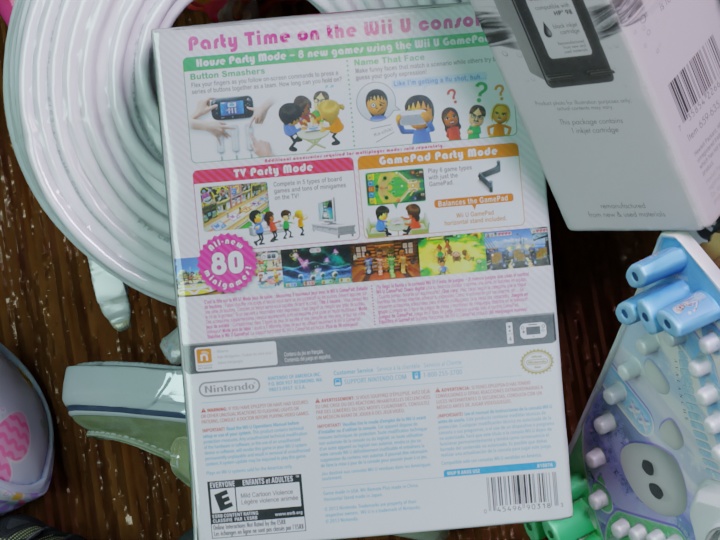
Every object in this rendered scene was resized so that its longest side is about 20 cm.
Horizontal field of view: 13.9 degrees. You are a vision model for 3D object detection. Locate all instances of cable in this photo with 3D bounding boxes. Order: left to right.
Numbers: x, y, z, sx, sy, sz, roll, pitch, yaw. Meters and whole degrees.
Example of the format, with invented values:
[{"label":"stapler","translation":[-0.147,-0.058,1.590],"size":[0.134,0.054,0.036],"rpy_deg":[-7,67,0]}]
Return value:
[{"label":"cable","translation":[-0.047,-0.080,1.201],"size":[0.200,0.069,0.200],"rpy_deg":[-27,97,1]}]

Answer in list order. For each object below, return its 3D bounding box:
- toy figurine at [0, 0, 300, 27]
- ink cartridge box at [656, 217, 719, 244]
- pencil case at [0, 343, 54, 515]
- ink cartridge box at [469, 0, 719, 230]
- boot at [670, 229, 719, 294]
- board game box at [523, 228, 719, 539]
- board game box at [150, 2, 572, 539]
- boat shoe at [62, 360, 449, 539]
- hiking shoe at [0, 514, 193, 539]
[{"label":"toy figurine","translation":[-0.070,-0.107,1.295],"size":[0.200,0.150,0.184],"rpy_deg":[-33,82,5]},{"label":"ink cartridge box","translation":[0.238,-0.045,1.127],"size":[0.200,0.041,0.200],"rpy_deg":[33,103,29]},{"label":"pencil case","translation":[-0.238,0.102,1.391],"size":[0.200,0.083,0.091],"rpy_deg":[-27,89,27]},{"label":"ink cartridge box","translation":[0.094,-0.128,1.076],"size":[0.067,0.116,0.200],"rpy_deg":[1,127,42]},{"label":"boot","translation":[0.227,0.045,1.070],"size":[0.175,0.066,0.200],"rpy_deg":[-30,80,22]},{"label":"board game box","translation":[0.144,0.115,1.114],"size":[0.200,0.026,0.200],"rpy_deg":[52,151,24]},{"label":"board game box","translation":[0.000,0.000,1.141],"size":[0.147,0.064,0.201],"rpy_deg":[-4,94,0]},{"label":"boat shoe","translation":[-0.047,0.077,1.280],"size":[0.199,0.072,0.062],"rpy_deg":[6,87,30]},{"label":"hiking shoe","translation":[-0.134,0.148,1.327],"size":[0.200,0.076,0.101],"rpy_deg":[-35,72,26]}]
